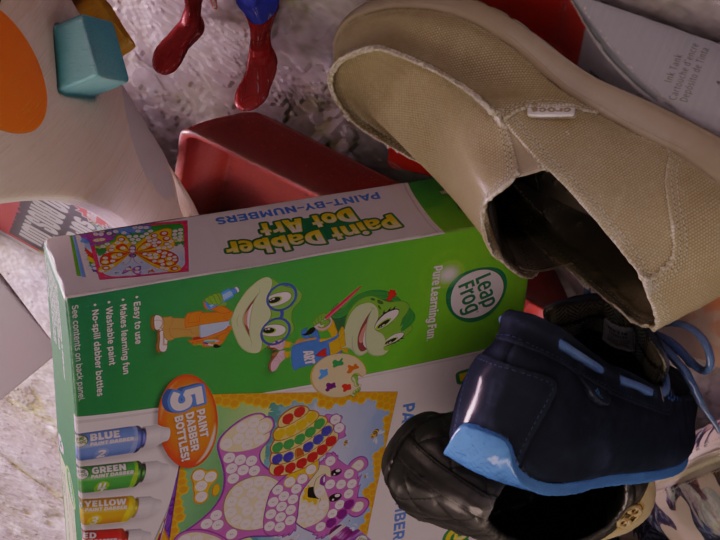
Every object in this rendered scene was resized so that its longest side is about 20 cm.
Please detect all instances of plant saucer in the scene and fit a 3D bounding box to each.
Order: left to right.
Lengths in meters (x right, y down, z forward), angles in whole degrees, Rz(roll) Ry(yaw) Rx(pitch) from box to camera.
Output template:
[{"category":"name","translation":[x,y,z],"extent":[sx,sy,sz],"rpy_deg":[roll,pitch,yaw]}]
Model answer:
[{"category":"plant saucer","translation":[0.000,0.000,0.829],"extent":[0.199,0.037,0.200],"rpy_deg":[27,157,1]}]

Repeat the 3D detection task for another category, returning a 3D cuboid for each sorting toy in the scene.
[{"category":"sorting toy","translation":[-0.135,-0.080,0.696],"extent":[0.180,0.107,0.200],"rpy_deg":[50,180,-38]}]

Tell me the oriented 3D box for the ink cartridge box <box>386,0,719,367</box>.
[{"category":"ink cartridge box","translation":[0.098,-0.039,0.673],"extent":[0.199,0.050,0.163],"rpy_deg":[18,152,9]}]

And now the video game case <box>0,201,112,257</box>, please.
[{"category":"video game case","translation":[-0.123,-0.014,0.863],"extent":[0.199,0.018,0.143],"rpy_deg":[30,158,-9]}]

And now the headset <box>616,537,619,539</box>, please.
[{"category":"headset","translation":[0.150,0.198,0.993],"extent":[0.199,0.094,0.123],"rpy_deg":[30,154,-18]}]

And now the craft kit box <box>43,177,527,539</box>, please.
[{"category":"craft kit box","translation":[-0.030,0.062,0.710],"extent":[0.049,0.196,0.201],"rpy_deg":[-125,29,-47]}]

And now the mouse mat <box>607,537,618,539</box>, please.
[{"category":"mouse mat","translation":[0.096,0.155,0.886],"extent":[0.199,0.008,0.161],"rpy_deg":[29,156,-11]}]

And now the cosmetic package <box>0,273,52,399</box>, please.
[{"category":"cosmetic package","translation":[-0.265,-0.034,0.936],"extent":[0.151,0.052,0.200],"rpy_deg":[46,169,39]}]

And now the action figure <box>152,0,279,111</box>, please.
[{"category":"action figure","translation":[-0.065,-0.116,0.635],"extent":[0.065,0.099,0.200],"rpy_deg":[22,150,7]}]

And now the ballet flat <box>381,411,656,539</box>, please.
[{"category":"ballet flat","translation":[0.079,0.102,0.724],"extent":[0.057,0.067,0.199],"rpy_deg":[39,-166,35]}]

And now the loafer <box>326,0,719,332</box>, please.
[{"category":"loafer","translation":[0.058,-0.042,0.615],"extent":[0.199,0.068,0.076],"rpy_deg":[27,152,31]}]

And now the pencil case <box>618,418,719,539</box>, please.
[{"category":"pencil case","translation":[0.186,0.100,0.794],"extent":[0.089,0.078,0.200],"rpy_deg":[1,161,-14]}]

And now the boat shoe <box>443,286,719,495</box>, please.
[{"category":"boat shoe","translation":[0.100,0.043,0.649],"extent":[0.084,0.069,0.200],"rpy_deg":[18,-172,19]}]
